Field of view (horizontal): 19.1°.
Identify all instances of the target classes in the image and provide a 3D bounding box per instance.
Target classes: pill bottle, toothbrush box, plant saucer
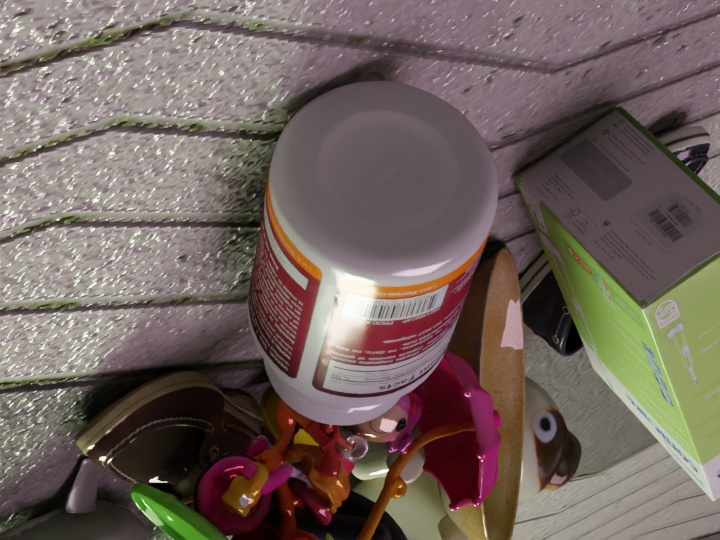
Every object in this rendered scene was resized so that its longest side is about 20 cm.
[{"bbox_3d":[0.000,0.000,1.104,0.113,0.113,0.200,-28,159,-22],"label":"pill bottle"},{"bbox_3d":[0.189,0.022,1.314,0.086,0.146,0.200,-33,135,-7],"label":"toothbrush box"},{"bbox_3d":[0.076,0.085,1.372,0.035,0.201,0.200,0,164,13],"label":"plant saucer"}]

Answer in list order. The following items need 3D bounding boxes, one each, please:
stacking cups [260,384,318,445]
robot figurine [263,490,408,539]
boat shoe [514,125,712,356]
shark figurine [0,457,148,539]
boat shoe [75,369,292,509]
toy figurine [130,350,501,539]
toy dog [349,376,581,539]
[{"bbox_3d":[0.006,0.028,1.260,0.060,0.061,0.200,-16,150,-43],"label":"stacking cups"},{"bbox_3d":[-0.033,0.211,1.386,0.150,0.125,0.200,-42,171,-21],"label":"robot figurine"},{"bbox_3d":[0.174,-0.018,1.421,0.075,0.062,0.200,-9,146,-48],"label":"boat shoe"},{"bbox_3d":[-0.197,0.194,1.255,0.214,0.090,0.128,-26,156,-31],"label":"shark figurine"},{"bbox_3d":[-0.094,0.111,1.254,0.072,0.072,0.200,-39,160,9],"label":"boat shoe"},{"bbox_3d":[-0.005,0.116,1.221,0.184,0.200,0.150,-53,-156,-17],"label":"toy figurine"},{"bbox_3d":[0.065,0.159,1.532,0.200,0.140,0.194,-45,162,19],"label":"toy dog"}]
